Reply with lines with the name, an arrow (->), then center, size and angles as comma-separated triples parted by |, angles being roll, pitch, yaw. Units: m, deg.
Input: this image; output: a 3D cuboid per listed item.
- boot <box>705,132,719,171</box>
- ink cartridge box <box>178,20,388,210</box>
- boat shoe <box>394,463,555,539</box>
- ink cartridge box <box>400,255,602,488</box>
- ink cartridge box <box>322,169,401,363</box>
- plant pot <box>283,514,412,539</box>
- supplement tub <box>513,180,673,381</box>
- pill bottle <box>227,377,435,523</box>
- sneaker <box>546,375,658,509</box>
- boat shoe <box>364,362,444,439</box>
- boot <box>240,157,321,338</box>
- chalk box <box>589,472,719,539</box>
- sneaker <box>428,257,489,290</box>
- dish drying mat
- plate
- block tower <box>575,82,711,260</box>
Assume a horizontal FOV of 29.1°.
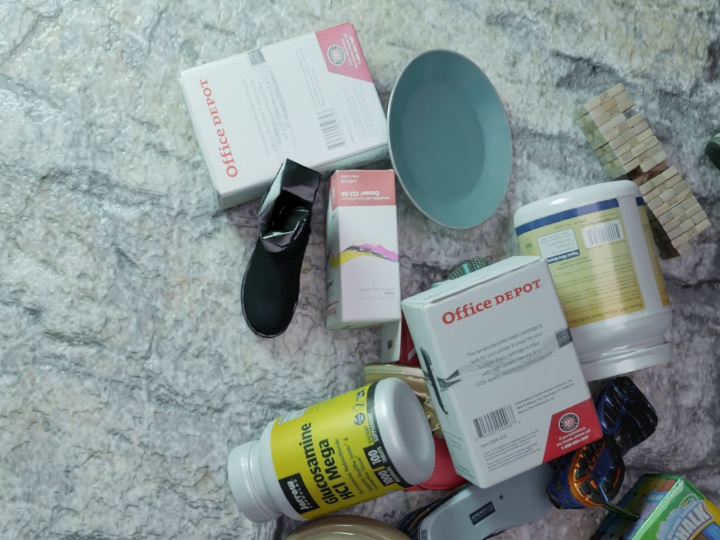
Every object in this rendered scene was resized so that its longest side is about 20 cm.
boot -> 0.516, -0.127, 1.595 | 0.203, 0.073, 0.154 | 43, 78, -1
ink cartridge box -> -0.083, -0.168, 1.509 | 0.199, 0.083, 0.147 | -18, 84, -9
boat shoe -> 0.121, 0.260, 1.508 | 0.200, 0.091, 0.071 | -19, 87, -36
ink cartridge box -> 0.144, 0.100, 1.426 | 0.144, 0.084, 0.201 | -21, 99, -14
ink cartridge box -> 0.000, 0.000, 1.488 | 0.067, 0.116, 0.201 | -2, 84, -9
plant pot -> -0.016, 0.360, 1.419 | 0.200, 0.093, 0.202 | 4, 105, 14
supplement tub -> 0.256, 0.014, 1.508 | 0.144, 0.144, 0.201 | -13, 86, -9
pill bottle -> -0.032, 0.193, 1.439 | 0.199, 0.112, 0.113 | -22, 87, 19
sneaker -> 0.256, 0.186, 1.505 | 0.075, 0.078, 0.200 | 51, 46, -5
boat shoe -> 0.095, 0.149, 1.491 | 0.199, 0.074, 0.067 | 16, 79, -7
boot -> -0.083, -0.017, 1.436 | 0.065, 0.200, 0.166 | 10, 83, -7
chalk box -> 0.330, 0.300, 1.500 | 0.200, 0.125, 0.124 | 43, 81, -3
sneaker -> 0.165, 0.066, 1.528 | 0.200, 0.077, 0.091 | 49, 54, -13
dish drying mat -> 0.080, 0.142, 1.535 | 0.076, 0.018, 0.201 | -2, 84, -9
plate -> 0.094, -0.143, 1.524 | 0.200, 0.026, 0.201 | 8, 79, -43
block tower -> 0.322, -0.112, 1.576 | 0.058, 0.054, 0.200 | -31, 90, -9
